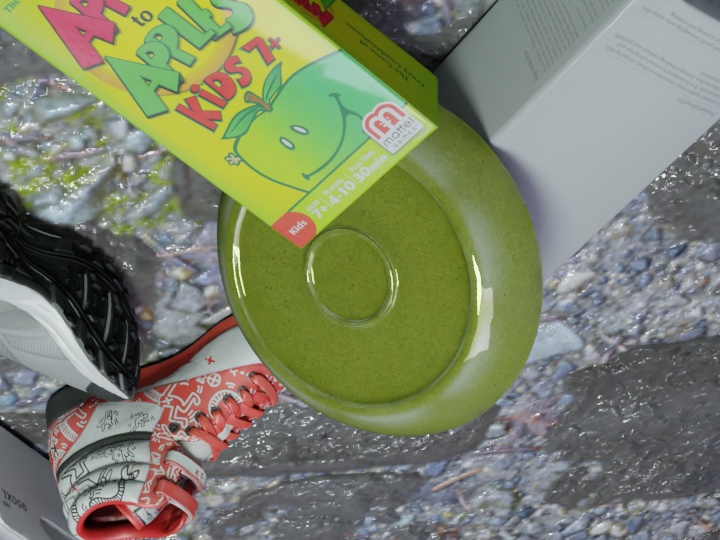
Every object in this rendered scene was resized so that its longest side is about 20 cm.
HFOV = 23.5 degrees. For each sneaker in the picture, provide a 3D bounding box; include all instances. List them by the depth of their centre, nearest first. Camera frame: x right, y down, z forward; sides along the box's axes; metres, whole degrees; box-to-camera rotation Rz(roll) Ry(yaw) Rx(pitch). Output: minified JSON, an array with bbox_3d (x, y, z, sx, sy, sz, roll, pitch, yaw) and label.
[{"bbox_3d":[-0.197,0.015,0.966,0.079,0.074,0.200,-25,135,26],"label":"sneaker"},{"bbox_3d":[-0.095,0.099,1.062,0.201,0.108,0.067,-21,141,6],"label":"sneaker"}]

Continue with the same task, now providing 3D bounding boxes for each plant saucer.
[{"bbox_3d":[0.000,0.000,0.924,0.200,0.200,0.031,-47,170,33],"label":"plant saucer"}]

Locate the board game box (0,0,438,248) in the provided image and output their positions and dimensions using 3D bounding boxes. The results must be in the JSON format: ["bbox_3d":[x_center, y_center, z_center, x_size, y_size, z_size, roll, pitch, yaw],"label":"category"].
[{"bbox_3d":[-0.069,-0.107,0.824,0.200,0.048,0.102,37,121,-23],"label":"board game box"}]

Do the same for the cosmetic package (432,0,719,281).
[{"bbox_3d":[0.112,-0.091,0.928,0.113,0.081,0.200,21,130,-36],"label":"cosmetic package"}]

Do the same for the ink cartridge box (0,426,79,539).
[{"bbox_3d":[-0.279,0.197,1.136,0.200,0.084,0.145,-26,141,14],"label":"ink cartridge box"}]
